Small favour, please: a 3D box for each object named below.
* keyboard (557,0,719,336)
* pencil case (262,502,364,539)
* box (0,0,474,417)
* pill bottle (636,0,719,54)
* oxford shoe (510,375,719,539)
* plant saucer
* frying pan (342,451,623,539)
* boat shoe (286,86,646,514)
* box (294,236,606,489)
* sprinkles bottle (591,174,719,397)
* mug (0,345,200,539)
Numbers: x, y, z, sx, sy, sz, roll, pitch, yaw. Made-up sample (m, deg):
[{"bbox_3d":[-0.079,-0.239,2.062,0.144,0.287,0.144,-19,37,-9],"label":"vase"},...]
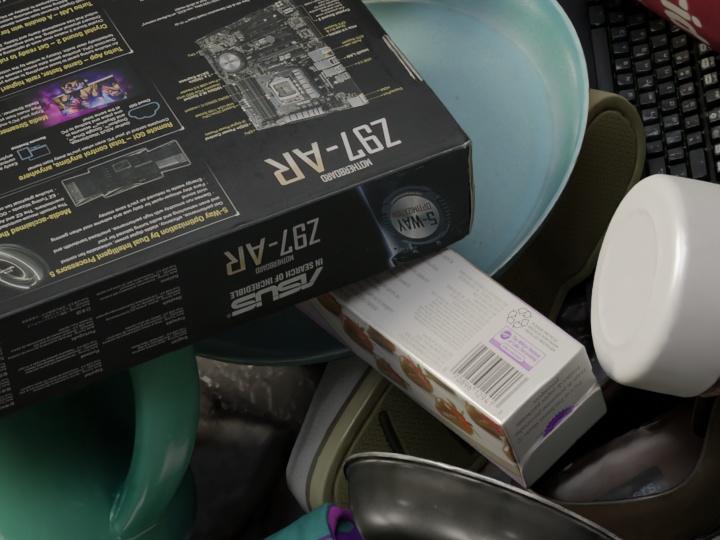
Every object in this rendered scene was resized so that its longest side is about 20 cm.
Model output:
[{"bbox_3d":[0.142,-0.062,0.958,0.127,0.021,0.200,-12,56,12],"label":"keyboard"},{"bbox_3d":[-0.067,0.166,0.841,0.200,0.085,0.093,-30,91,0],"label":"pencil case"},{"bbox_3d":[-0.085,-0.042,0.813,0.200,0.044,0.160,-21,48,-16],"label":"box"},{"bbox_3d":[0.165,-0.126,0.909,0.114,0.114,0.200,-44,54,-11],"label":"pill bottle"},{"bbox_3d":[0.141,0.043,0.849,0.200,0.084,0.073,-33,51,-5],"label":"oxford shoe"},{"bbox_3d":[-0.010,-0.042,0.912,0.200,0.027,0.200,-11,50,13],"label":"plant saucer"},{"bbox_3d":[0.079,0.103,0.795,0.190,0.115,0.031,19,72,14],"label":"frying pan"},{"bbox_3d":[0.029,0.012,0.922,0.068,0.075,0.200,18,63,41],"label":"boat shoe"},{"bbox_3d":[0.000,0.000,0.832,0.041,0.039,0.200,-42,51,-15],"label":"box"},{"bbox_3d":[0.177,0.020,0.797,0.200,0.068,0.068,11,55,-17],"label":"sprinkles bottle"},{"bbox_3d":[-0.131,0.085,0.859,0.152,0.185,0.115,-29,86,-19],"label":"mug"}]
